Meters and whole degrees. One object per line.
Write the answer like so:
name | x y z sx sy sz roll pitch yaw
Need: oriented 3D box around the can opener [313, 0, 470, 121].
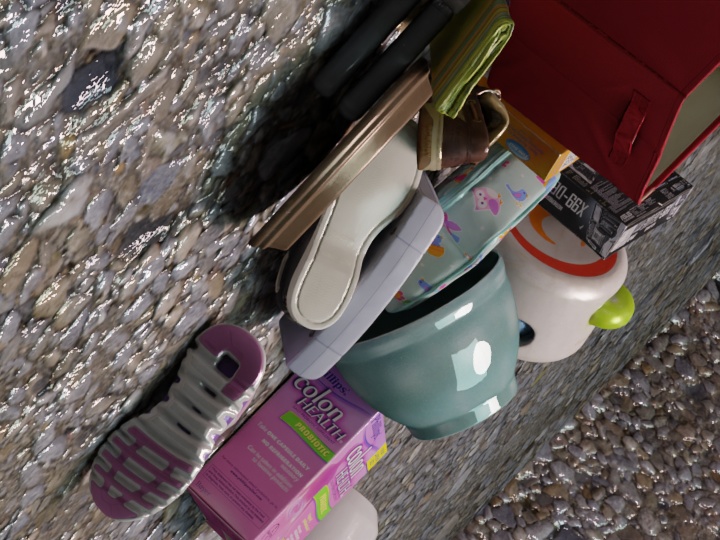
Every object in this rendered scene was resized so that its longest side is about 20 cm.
can opener | 0.044 -0.200 1.360 0.200 0.053 0.066 -47 -179 1

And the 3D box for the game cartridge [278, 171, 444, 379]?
game cartridge | 0.000 0.000 1.619 0.200 0.041 0.133 -52 -164 15

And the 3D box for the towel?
towel | 0.084 -0.186 1.391 0.086 0.018 0.200 -52 -165 21

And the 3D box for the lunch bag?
lunch bag | 0.091 -0.048 1.730 0.160 0.077 0.200 -44 -175 -41

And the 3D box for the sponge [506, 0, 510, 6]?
sponge | 0.153 -0.264 1.556 0.112 0.030 0.200 -55 164 20

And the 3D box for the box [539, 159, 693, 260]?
box | 0.261 -0.102 1.998 0.200 0.158 0.050 -27 154 -55

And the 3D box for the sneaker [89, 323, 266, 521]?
sneaker | -0.153 0.138 1.585 0.200 0.080 0.088 -49 172 -4

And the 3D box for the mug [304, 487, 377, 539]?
mug | -0.069 0.328 2.215 0.153 0.186 0.150 -53 134 -17

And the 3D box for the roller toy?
roller toy | 0.189 0.002 2.007 0.182 0.201 0.140 5 134 -27

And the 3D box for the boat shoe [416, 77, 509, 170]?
boat shoe | 0.090 -0.124 1.532 0.200 0.072 0.073 -60 152 -76

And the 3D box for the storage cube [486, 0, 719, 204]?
storage cube | 0.239 -0.203 1.547 0.200 0.180 0.171 -44 163 -24

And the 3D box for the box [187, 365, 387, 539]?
box | -0.073 0.209 1.925 0.200 0.097 0.176 -46 164 -14

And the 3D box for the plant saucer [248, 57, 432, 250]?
plant saucer | -0.011 -0.085 1.417 0.200 0.029 0.200 -46 -177 3

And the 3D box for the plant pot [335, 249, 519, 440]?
plant pot | 0.077 0.084 1.805 0.199 0.135 0.200 -25 -169 5

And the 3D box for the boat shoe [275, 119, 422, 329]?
boat shoe | -0.012 -0.045 1.563 0.201 0.074 0.060 -65 -153 -1

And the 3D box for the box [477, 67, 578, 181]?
box | 0.189 -0.167 1.717 0.200 0.119 0.042 -31 157 -47
